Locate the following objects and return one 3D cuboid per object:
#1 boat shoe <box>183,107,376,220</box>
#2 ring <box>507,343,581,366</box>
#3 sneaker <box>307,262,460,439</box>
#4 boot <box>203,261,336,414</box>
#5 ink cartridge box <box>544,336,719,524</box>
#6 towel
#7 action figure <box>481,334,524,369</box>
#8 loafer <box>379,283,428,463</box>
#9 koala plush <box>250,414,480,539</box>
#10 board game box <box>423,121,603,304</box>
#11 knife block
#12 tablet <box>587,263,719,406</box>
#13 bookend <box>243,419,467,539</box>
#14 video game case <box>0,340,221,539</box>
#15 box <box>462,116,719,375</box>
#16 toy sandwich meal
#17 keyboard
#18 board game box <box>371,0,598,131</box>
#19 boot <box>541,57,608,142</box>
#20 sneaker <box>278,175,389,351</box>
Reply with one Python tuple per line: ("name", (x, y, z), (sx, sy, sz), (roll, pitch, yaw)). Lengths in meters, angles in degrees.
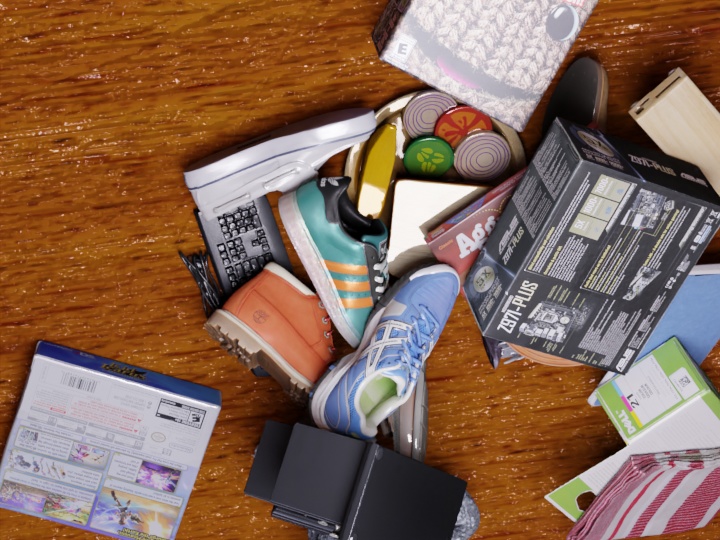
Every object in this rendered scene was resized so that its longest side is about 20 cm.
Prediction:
("boat shoe", (-0.072, -0.104, 1.513), (0.200, 0.074, 0.065), (-18, 105, 14))
("ring", (0.219, 0.005, 1.524), (0.200, 0.019, 0.201), (-6, 118, -12))
("sneaker", (0.038, 0.081, 1.463), (0.076, 0.077, 0.200), (42, 78, -33))
("boot", (-0.046, 0.078, 1.537), (0.200, 0.075, 0.107), (40, 69, 2))
("ink cartridge box", (0.284, 0.177, 1.611), (0.200, 0.076, 0.148), (-35, 144, 10))
("towel", (0.328, 0.241, 1.634), (0.200, 0.023, 0.144), (0, 137, -33))
("action figure", (0.224, 0.043, 1.594), (0.200, 0.069, 0.130), (-11, 107, -4))
("loafer", (0.038, 0.109, 1.568), (0.063, 0.072, 0.200), (1, 71, 7))
("koala plush", (-0.010, 0.230, 1.603), (0.177, 0.184, 0.200), (-31, 82, 30))
("board game box", (0.170, -0.049, 1.504), (0.200, 0.019, 0.103), (-34, 119, 4))
("knife block", (0.348, -0.103, 1.494), (0.064, 0.200, 0.176), (-42, 79, 11))
("tablet", (0.325, 0.067, 1.581), (0.130, 0.014, 0.200), (-2, 136, -34))
("bookend", (-0.035, 0.199, 1.437), (0.199, 0.200, 0.092), (13, 80, 30))
("video game case", (-0.268, 0.186, 1.620), (0.200, 0.045, 0.181), (17, 107, -11))
("box", (0.216, -0.019, 1.439), (0.164, 0.086, 0.200), (15, 119, -21))
("toy sandwich meal", (0.076, -0.079, 1.532), (0.205, 0.070, 0.205), (-2, 111, -4))
("keyboard", (-0.116, 0.026, 1.574), (0.104, 0.040, 0.200), (-18, 110, 2))
("board game box", (0.128, -0.261, 1.452), (0.159, 0.097, 0.200), (25, 107, -13))
("boot", (0.227, -0.117, 1.542), (0.075, 0.074, 0.200), (-5, 116, -25))
("sneaker", (0.000, 0.000, 1.494), (0.080, 0.071, 0.200), (-24, 110, 18))
